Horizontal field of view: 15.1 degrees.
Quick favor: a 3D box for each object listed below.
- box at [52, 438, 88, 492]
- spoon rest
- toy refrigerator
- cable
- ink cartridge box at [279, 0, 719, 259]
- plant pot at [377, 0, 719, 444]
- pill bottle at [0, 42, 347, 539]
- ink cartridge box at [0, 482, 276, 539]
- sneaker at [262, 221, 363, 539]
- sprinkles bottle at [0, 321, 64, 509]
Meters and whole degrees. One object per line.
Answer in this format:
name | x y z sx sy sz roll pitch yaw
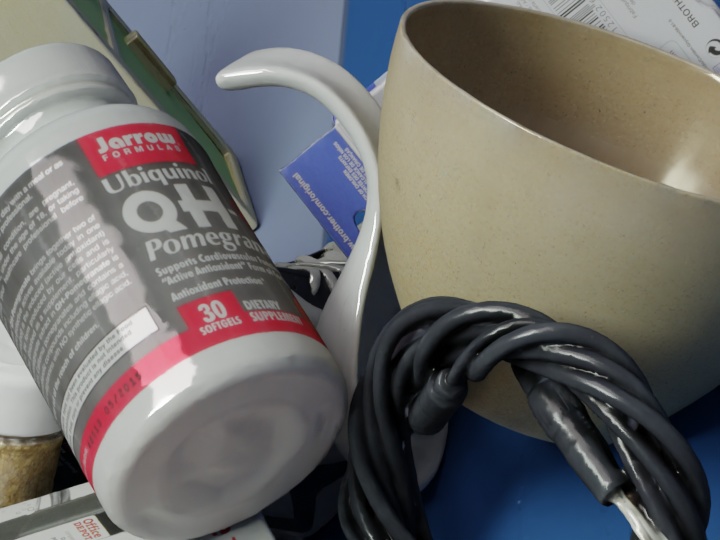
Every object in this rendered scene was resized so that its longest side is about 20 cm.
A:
box | -0.148 0.063 1.307 0.199 0.106 0.123 -15 43 33
spoon rest | 0.000 0.000 1.157 0.060 0.201 0.099 -13 14 27
toy refrigerator | -0.135 -0.091 1.387 0.070 0.200 0.076 -34 33 10
cable | 0.051 0.088 1.041 0.051 0.164 0.199 -26 22 -33
ink cartridge box | 0.075 -0.064 1.218 0.200 0.120 0.042 -39 8 1
plant pot | 0.089 -0.008 1.108 0.200 0.199 0.135 52 127 57
pill bottle | -0.096 0.003 1.121 0.110 0.111 0.200 -37 58 6
ink cartridge box | -0.122 0.163 1.114 0.199 0.083 0.147 -16 32 -12
sneaker | -0.028 0.007 1.231 0.079 0.130 0.200 8 57 48
sprinkles bottle | -0.175 0.123 1.203 0.068 0.068 0.201 46 127 57
